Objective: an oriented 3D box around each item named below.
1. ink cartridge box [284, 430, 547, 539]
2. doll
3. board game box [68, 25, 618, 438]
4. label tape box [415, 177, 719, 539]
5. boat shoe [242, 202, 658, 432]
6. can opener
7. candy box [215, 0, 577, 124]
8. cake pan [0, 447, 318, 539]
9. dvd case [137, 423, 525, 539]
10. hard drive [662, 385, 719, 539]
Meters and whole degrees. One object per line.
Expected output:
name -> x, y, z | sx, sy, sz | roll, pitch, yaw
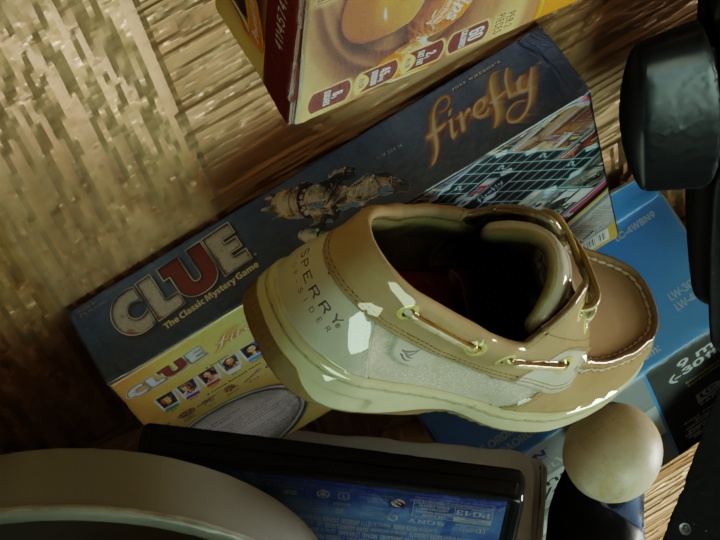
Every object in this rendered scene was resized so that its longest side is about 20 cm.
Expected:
ink cartridge box -> 0.002, 0.150, 1.071 | 0.146, 0.083, 0.200 | 5, 153, 2
doll -> 0.099, 0.122, 1.008 | 0.048, 0.137, 0.200 | 2, 140, 6
board game box -> 0.000, 0.000, 0.911 | 0.200, 0.035, 0.136 | -31, 157, -3
label tape box -> 0.098, 0.047, 1.087 | 0.143, 0.066, 0.200 | -33, 158, 1
boat shoe -> 0.050, 0.012, 0.860 | 0.200, 0.074, 0.066 | -2, 148, -49
can opener -> 0.142, -0.041, 0.940 | 0.078, 0.064, 0.200 | -7, 147, 6
candy box -> 0.057, -0.129, 0.704 | 0.199, 0.055, 0.116 | -24, 155, -17
cake pan -> -0.096, 0.126, 0.894 | 0.199, 0.037, 0.201 | 1, 143, 1
dvd case -> -0.018, 0.134, 0.948 | 0.142, 0.018, 0.200 | 7, 138, -1
hard drive -> 0.201, 0.050, 1.116 | 0.140, 0.038, 0.201 | -24, 136, -59
